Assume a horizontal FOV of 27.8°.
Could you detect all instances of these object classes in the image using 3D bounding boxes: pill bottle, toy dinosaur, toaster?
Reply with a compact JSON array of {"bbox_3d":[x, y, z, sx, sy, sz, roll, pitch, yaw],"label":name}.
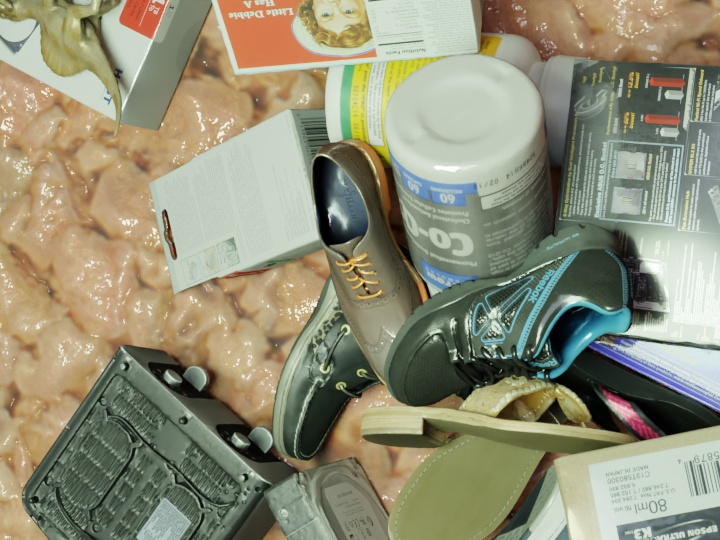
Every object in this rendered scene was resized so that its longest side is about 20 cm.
[{"bbox_3d":[0.081,-0.133,1.155,0.198,0.113,0.114,7,91,19],"label":"pill bottle"},{"bbox_3d":[0.085,-0.049,1.066,0.112,0.201,0.115,-6,51,8],"label":"pill bottle"},{"bbox_3d":[-0.237,-0.205,1.234,0.200,0.058,0.102,41,117,24],"label":"toy dinosaur"},{"bbox_3d":[-0.171,0.191,1.236,0.180,0.118,0.201,39,101,17],"label":"toaster"}]

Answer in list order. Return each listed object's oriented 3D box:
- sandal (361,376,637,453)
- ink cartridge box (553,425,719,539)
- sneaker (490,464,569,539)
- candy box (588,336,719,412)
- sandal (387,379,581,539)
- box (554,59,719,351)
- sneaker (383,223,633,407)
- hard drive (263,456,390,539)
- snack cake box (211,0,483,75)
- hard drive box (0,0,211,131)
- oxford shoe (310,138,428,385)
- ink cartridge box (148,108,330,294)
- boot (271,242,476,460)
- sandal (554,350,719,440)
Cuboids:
[{"bbox_3d":[0.103,0.095,1.095,0.209,0.078,0.070,0,72,18],"label":"sandal"},{"bbox_3d":[0.245,0.193,0.989,0.198,0.075,0.167,-14,70,11],"label":"ink cartridge box"},{"bbox_3d":[0.164,0.254,1.134,0.145,0.077,0.203,29,128,-7],"label":"sneaker"},{"bbox_3d":[0.270,-0.009,1.102,0.168,0.077,0.202,27,99,20],"label":"candy box"},{"bbox_3d":[0.104,0.151,1.170,0.077,0.070,0.212,41,79,8],"label":"sandal"},{"bbox_3d":[0.223,-0.047,1.054,0.156,0.050,0.203,6,89,25],"label":"box"},{"bbox_3d":[0.101,0.046,1.024,0.199,0.073,0.082,-35,41,20],"label":"sneaker"},{"bbox_3d":[0.007,0.249,1.159,0.038,0.139,0.201,-31,78,17],"label":"hard drive"},{"bbox_3d":[-0.012,-0.220,1.102,0.197,0.116,0.068,-3,48,12],"label":"snack cake box"},{"bbox_3d":[-0.245,-0.239,1.297,0.199,0.077,0.157,27,98,18],"label":"hard drive box"},{"bbox_3d":[0.000,0.000,1.118,0.071,0.073,0.202,-19,90,21],"label":"oxford shoe"},{"bbox_3d":[-0.095,-0.055,1.241,0.199,0.050,0.110,-20,81,44],"label":"ink cartridge box"},{"bbox_3d":[0.024,0.084,1.183,0.153,0.073,0.205,25,94,27],"label":"boot"},{"bbox_3d":[0.199,0.108,1.112,0.198,0.075,0.045,27,65,7],"label":"sandal"}]
